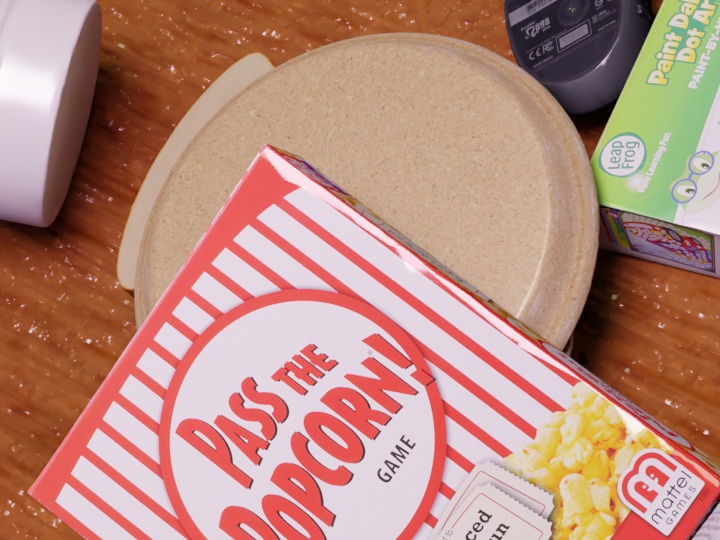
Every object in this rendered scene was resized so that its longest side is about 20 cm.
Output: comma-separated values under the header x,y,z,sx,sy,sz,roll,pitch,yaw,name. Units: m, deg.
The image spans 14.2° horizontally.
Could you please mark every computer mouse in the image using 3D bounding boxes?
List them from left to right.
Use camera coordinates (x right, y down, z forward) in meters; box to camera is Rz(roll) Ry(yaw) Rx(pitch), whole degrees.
x,y,z,sx,sy,sz,roll,pitch,yaw,name
0.086,-0.139,1.166,0.058,0.034,0.201,-27,48,28,computer mouse

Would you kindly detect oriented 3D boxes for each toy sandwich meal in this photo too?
x,y,z,sx,sy,sz,roll,pitch,yaw,name
0.000,0.000,1.098,0.204,0.070,0.206,-9,63,18,toy sandwich meal

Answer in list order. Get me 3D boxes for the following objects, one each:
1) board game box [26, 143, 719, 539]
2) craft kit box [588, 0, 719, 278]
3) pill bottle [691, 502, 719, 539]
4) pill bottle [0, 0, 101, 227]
x,y,z,sx,sy,sz,roll,pitch,yaw,name
0.007,0.075,1.002,0.200,0.046,0.152,36,96,15,board game box
0.205,-0.079,1.068,0.197,0.049,0.201,17,70,27,craft kit box
0.126,0.152,0.929,0.109,0.109,0.200,32,78,34,pill bottle
-0.212,-0.085,1.175,0.199,0.113,0.114,13,65,2,pill bottle
